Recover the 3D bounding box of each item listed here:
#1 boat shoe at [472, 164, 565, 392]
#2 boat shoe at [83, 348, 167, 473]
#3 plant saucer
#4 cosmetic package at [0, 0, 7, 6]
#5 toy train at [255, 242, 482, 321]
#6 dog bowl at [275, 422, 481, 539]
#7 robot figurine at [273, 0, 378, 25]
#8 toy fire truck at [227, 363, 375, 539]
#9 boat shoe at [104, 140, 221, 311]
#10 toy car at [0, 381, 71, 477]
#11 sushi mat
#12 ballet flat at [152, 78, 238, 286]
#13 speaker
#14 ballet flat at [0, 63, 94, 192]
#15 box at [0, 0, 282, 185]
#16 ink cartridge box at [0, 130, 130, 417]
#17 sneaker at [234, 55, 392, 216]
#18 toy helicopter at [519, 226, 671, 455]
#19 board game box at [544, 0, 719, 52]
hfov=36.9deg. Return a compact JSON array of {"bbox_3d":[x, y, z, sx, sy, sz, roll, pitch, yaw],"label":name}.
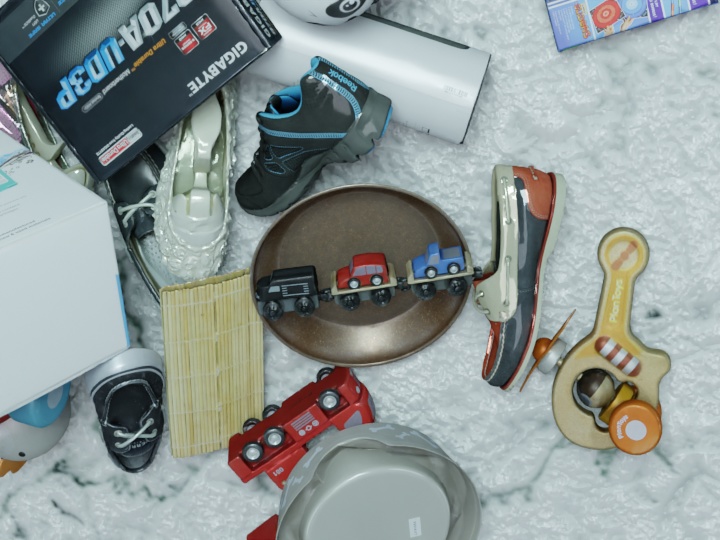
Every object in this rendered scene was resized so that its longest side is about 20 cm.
[{"bbox_3d":[0.129,0.007,0.951,0.062,0.071,0.203,8,104,-10],"label":"boat shoe"},{"bbox_3d":[-0.211,0.135,0.991,0.071,0.201,0.069,-13,65,-20],"label":"boat shoe"},{"bbox_3d":[0.000,0.000,0.964,0.197,0.037,0.203,-2,126,-3],"label":"plant saucer"},{"bbox_3d":[-0.204,-0.228,0.927,0.197,0.074,0.103,-4,107,8],"label":"cosmetic package"},{"bbox_3d":[0.006,0.007,0.929,0.197,0.034,0.046,-8,115,3],"label":"toy train"},{"bbox_3d":[0.013,0.233,1.021,0.197,0.059,0.203,-6,118,-12],"label":"dog bowl"},{"bbox_3d":[0.002,-0.276,0.827,0.124,0.200,0.151,31,154,27],"label":"robot figurine"},{"bbox_3d":[-0.054,0.195,1.048,0.199,0.049,0.142,-34,113,9],"label":"toy fire truck"},{"bbox_3d":[-0.186,-0.042,0.990,0.075,0.060,0.202,-27,102,16],"label":"boat shoe"},{"bbox_3d":[-0.335,0.124,1.020,0.182,0.177,0.202,13,122,15],"label":"toy car"},{"bbox_3d":[-0.135,0.090,1.005,0.094,0.012,0.202,-12,127,-21],"label":"sushi mat"},{"bbox_3d":[-0.143,-0.086,0.939,0.071,0.072,0.203,4,93,7],"label":"ballet flat"},{"bbox_3d":[0.005,-0.174,0.908,0.197,0.081,0.082,19,110,3],"label":"speaker"},{"bbox_3d":[-0.285,-0.104,0.985,0.070,0.069,0.202,-24,99,11],"label":"ballet flat"},{"bbox_3d":[-0.186,-0.191,0.869,0.199,0.046,0.160,-33,102,22],"label":"box"},{"bbox_3d":[-0.312,-0.006,0.893,0.199,0.145,0.148,30,135,37],"label":"ink cartridge box"},{"bbox_3d":[-0.057,-0.114,0.909,0.082,0.074,0.199,36,140,-20],"label":"sneaker"},{"bbox_3d":[0.215,0.060,0.970,0.130,0.079,0.203,9,99,15],"label":"toy helicopter"},{"bbox_3d":[0.197,-0.294,0.864,0.133,0.035,0.203,-14,105,12],"label":"board game box"}]
